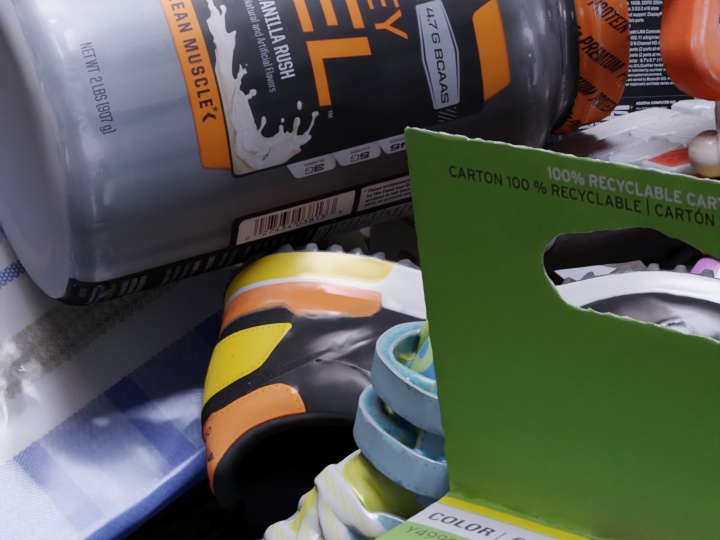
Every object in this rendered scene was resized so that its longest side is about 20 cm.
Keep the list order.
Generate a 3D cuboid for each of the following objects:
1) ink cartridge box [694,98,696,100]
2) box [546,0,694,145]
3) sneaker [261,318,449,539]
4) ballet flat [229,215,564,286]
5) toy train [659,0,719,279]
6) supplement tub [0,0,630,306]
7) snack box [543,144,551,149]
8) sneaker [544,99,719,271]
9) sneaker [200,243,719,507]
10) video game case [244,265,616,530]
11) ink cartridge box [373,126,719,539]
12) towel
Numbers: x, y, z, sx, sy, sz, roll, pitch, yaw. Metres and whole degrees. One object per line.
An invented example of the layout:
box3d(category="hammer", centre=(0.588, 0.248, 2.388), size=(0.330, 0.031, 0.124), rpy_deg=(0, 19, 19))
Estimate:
box3d(category="ink cartridge box", centre=(0.230, -0.056, 1.037), size=(0.200, 0.116, 0.067), rpy_deg=(-12, 21, -16))
box3d(category="box", centre=(0.155, -0.139, 1.144), size=(0.200, 0.164, 0.086), rpy_deg=(-4, 12, -21))
box3d(category="sneaker", centre=(-0.004, 0.068, 0.768), size=(0.200, 0.131, 0.080), rpy_deg=(-7, 23, -2))
box3d(category="ballet flat", centre=(0.000, 0.000, 0.963), size=(0.200, 0.063, 0.069), rpy_deg=(5, 19, 38))
box3d(category="toy train", centre=(0.173, -0.047, 0.874), size=(0.200, 0.150, 0.056), rpy_deg=(14, -5, -26))
box3d(category="supplement tub", centre=(-0.022, -0.070, 0.892), size=(0.200, 0.123, 0.123), rpy_deg=(-17, 24, -18))
box3d(category="snack box", centre=(0.110, -0.038, 1.143), size=(0.200, 0.024, 0.072), rpy_deg=(6, 23, 26))
box3d(category="sneaker", centre=(0.138, -0.016, 0.933), size=(0.200, 0.082, 0.077), rpy_deg=(-14, 17, -16))
box3d(category="sneaker", centre=(0.048, 0.050, 0.846), size=(0.200, 0.070, 0.090), rpy_deg=(5, 53, 10))
box3d(category="video game case", centre=(0.092, 0.053, 0.921), size=(0.181, 0.026, 0.200), rpy_deg=(11, 27, 36))
box3d(category="ink cartridge box", centre=(0.051, 0.081, 0.628), size=(0.148, 0.200, 0.076), rpy_deg=(13, 29, 40))
box3d(category="towel", centre=(-0.128, 0.009, 0.912), size=(0.147, 0.024, 0.200), rpy_deg=(-37, 71, -25))
